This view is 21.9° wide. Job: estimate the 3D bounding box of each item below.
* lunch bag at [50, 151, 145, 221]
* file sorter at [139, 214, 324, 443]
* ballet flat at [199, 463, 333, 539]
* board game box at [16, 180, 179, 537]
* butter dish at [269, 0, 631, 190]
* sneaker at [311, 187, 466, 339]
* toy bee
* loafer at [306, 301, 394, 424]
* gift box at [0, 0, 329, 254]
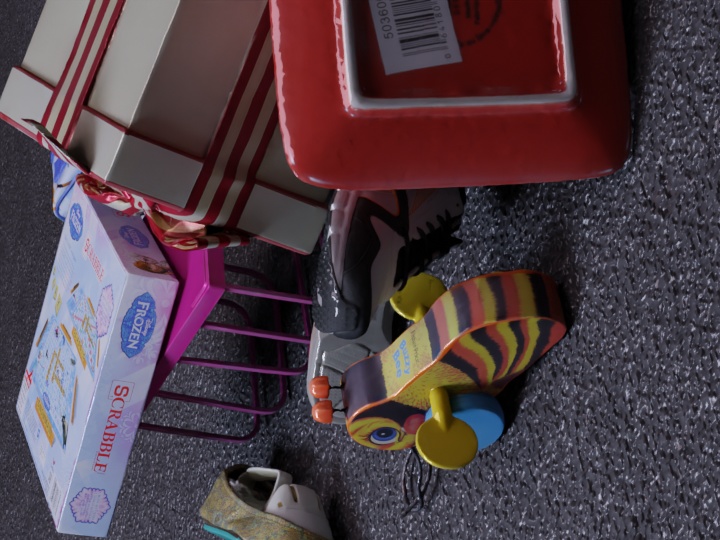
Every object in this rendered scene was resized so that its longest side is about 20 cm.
[{"bbox_3d":[-0.169,-0.098,1.528,0.200,0.159,0.076,136,138,-53],"label":"lunch bag"},{"bbox_3d":[-0.094,0.019,1.360,0.200,0.124,0.140,127,144,-46],"label":"file sorter"},{"bbox_3d":[-0.058,0.175,1.301,0.200,0.070,0.072,14,93,66],"label":"ballet flat"},{"bbox_3d":[-0.198,0.058,1.370,0.200,0.041,0.201,-129,53,-60],"label":"board game box"},{"bbox_3d":[0.039,-0.133,1.065,0.148,0.197,0.203,132,135,-74],"label":"butter dish"},{"bbox_3d":[0.021,-0.027,1.084,0.201,0.079,0.074,-70,-5,-54],"label":"sneaker"},{"bbox_3d":[0.031,0.074,1.086,0.202,0.108,0.131,-68,27,23],"label":"toy bee"},{"bbox_3d":[0.000,0.000,1.236,0.063,0.071,0.202,-122,44,-66],"label":"loafer"},{"bbox_3d":[-0.120,-0.122,1.161,0.184,0.199,0.189,30,100,55],"label":"gift box"}]
